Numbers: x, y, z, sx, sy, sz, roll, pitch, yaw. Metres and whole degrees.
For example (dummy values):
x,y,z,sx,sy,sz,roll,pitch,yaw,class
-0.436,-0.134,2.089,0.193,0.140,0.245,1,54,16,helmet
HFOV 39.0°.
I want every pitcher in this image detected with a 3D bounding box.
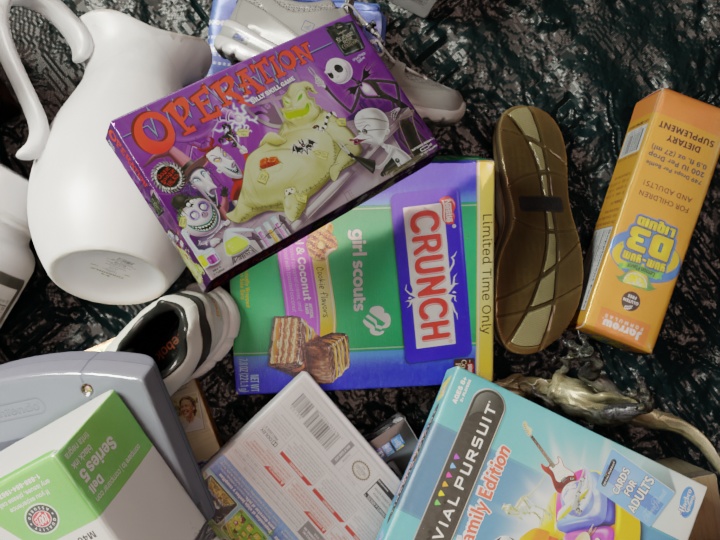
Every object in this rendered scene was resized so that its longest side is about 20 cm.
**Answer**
x,y,z,sx,sy,sz,roll,pitch,yaw,class
-0.185,-0.091,0.704,0.170,0.121,0.203,21,56,-34,pitcher

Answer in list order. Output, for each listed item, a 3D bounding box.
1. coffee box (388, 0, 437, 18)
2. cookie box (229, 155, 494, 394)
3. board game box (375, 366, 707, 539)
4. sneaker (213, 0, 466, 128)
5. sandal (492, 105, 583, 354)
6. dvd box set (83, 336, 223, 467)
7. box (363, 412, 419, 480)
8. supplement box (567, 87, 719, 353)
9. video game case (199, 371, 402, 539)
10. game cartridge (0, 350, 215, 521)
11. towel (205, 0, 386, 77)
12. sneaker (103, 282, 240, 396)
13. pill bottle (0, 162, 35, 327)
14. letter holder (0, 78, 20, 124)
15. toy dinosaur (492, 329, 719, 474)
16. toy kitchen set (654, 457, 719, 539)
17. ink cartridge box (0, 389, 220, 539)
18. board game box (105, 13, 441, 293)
x,y,z,sx,sy,sz,roll,pitch,yaw,class
-0.009,-0.298,0.791,0.198,0.080,0.116,25,87,-5,coffee box
0.000,0.000,0.774,0.197,0.075,0.174,-3,102,-5,cookie box
0.124,0.181,0.723,0.198,0.047,0.153,25,79,-1,board game box
-0.009,-0.166,0.768,0.198,0.075,0.083,22,91,-3,sneaker
0.131,-0.031,0.818,0.079,0.054,0.203,4,74,-19,sandal
-0.172,0.153,0.764,0.145,0.029,0.202,-23,76,-4,dvd box set
-0.009,0.233,0.797,0.199,0.050,0.159,-32,91,-5,box
0.230,-0.038,0.819,0.066,0.069,0.203,19,89,-3,supplement box
-0.066,0.193,0.726,0.200,0.018,0.144,-43,96,-13,video game case
-0.206,0.124,0.679,0.197,0.041,0.135,-13,113,17,game cartridge
-0.057,-0.119,0.812,0.142,0.024,0.203,6,89,-5,towel
-0.171,0.086,0.712,0.074,0.080,0.201,41,97,10,sneaker
-0.310,0.010,0.739,0.113,0.114,0.202,30,86,-5,pill bottle
-0.333,-0.162,0.695,0.100,0.200,0.143,-30,92,-5,letter holder
0.188,0.098,0.774,0.198,0.089,0.048,18,61,24,toy dinosaur
0.206,0.267,0.763,0.178,0.163,0.203,-9,90,-6,toy kitchen set
-0.165,0.200,0.635,0.144,0.084,0.201,-28,102,21,ink cartridge box
-0.052,-0.084,0.675,0.199,0.032,0.121,-32,80,-29,board game box
